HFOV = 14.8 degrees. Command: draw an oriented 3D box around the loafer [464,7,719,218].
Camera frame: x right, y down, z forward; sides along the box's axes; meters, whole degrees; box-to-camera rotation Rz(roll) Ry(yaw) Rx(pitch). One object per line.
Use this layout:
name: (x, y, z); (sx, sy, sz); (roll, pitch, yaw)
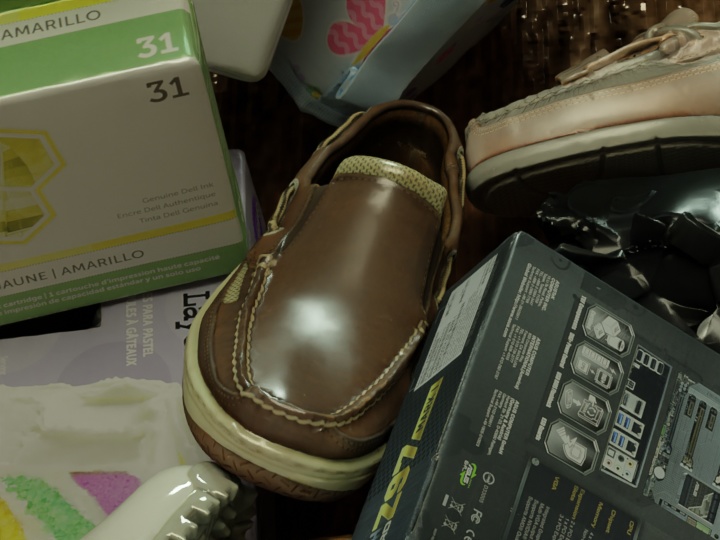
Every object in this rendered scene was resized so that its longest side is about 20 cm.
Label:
loafer: (0.130, -0.065, 0.955); (0.200, 0.072, 0.063); (-10, 71, -1)

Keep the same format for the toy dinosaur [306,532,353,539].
toy dinosaur: (-0.022, 0.135, 0.809); (0.200, 0.060, 0.106); (-11, 87, -7)

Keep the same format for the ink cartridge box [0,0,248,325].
ink cartridge box: (-0.121, -0.064, 0.853); (0.145, 0.200, 0.048); (-12, 50, -1)

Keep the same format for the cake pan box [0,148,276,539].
cake pan box: (-0.121, 0.050, 0.922); (0.184, 0.052, 0.200); (-4, 50, 2)

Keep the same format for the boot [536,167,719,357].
boot: (0.162, -0.014, 0.905); (0.162, 0.073, 0.198); (-8, 6, 34)

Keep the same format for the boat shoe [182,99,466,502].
boat shoe: (-0.006, -0.002, 0.873); (0.075, 0.075, 0.202); (20, 24, -1)

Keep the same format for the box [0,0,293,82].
box: (-0.123, -0.178, 0.936); (0.199, 0.131, 0.200); (14, 20, -26)

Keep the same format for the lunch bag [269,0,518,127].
lunch bag: (0.033, -0.162, 0.985); (0.127, 0.170, 0.200); (21, 41, -24)

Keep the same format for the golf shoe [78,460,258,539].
golf shoe: (-0.121, 0.115, 0.809); (0.200, 0.078, 0.097); (-45, 72, -5)

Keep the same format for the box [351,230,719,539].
box: (0.070, 0.110, 0.792); (0.158, 0.051, 0.200); (31, 54, -13)
